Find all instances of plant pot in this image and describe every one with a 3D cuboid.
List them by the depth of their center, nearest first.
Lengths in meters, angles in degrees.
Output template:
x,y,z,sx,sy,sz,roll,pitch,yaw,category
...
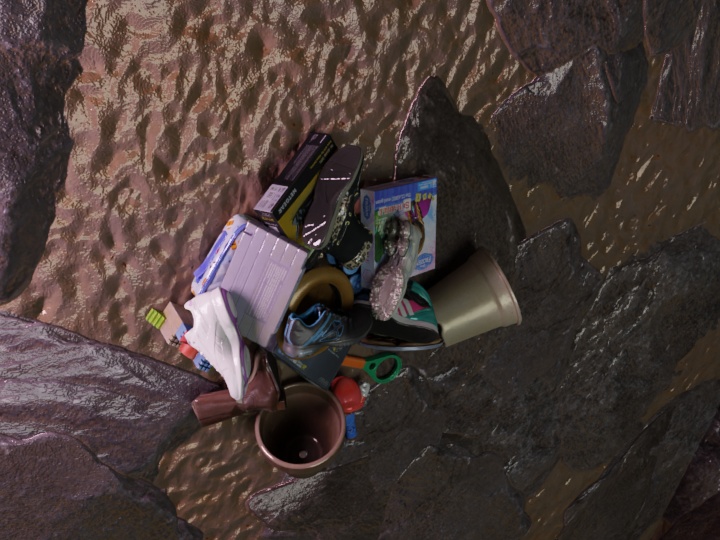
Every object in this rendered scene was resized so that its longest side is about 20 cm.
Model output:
x,y,z,sx,sy,sz,roll,pitch,yaw,category
-0.129,0.377,1.708,0.198,0.201,0.176,-24,147,-19,plant pot
0.243,0.077,1.776,0.181,0.201,0.202,-28,131,-3,plant pot

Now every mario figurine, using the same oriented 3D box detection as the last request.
x,y,z,sx,sy,sz,roll,pitch,yaw,category
-0.045,0.315,1.807,0.124,0.104,0.202,-54,158,-45,mario figurine

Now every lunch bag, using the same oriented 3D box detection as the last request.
x,y,z,sx,sy,sz,roll,pitch,yaw,category
-0.226,0.002,1.468,0.159,0.076,0.202,25,101,-39,lunch bag

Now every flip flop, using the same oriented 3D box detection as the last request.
x,y,z,sx,sy,sz,roll,pitch,yaw,category
-0.200,0.228,1.637,0.080,0.058,0.202,21,104,-41,flip flop

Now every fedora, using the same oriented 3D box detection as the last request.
x,y,z,sx,sy,sz,roll,pitch,yaw,category
-0.104,0.073,1.506,0.199,0.081,0.204,-24,130,-32,fedora

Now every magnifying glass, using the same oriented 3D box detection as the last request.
x,y,z,sx,sy,sz,roll,pitch,yaw,category
0.019,0.221,1.813,0.198,0.022,0.081,15,109,-42,magnifying glass

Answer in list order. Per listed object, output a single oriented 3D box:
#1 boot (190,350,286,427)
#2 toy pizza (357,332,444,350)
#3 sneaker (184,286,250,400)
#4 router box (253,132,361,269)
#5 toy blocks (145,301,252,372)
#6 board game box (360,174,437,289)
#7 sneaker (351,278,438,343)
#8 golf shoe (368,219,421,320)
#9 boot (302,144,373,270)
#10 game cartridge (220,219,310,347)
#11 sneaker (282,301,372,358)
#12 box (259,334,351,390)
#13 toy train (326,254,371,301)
x,y,z,sx,sy,sz,roll,pitch,yaw,category
-0.258,0.245,1.561,0.196,0.065,0.188,-9,134,-1,boot
0.086,0.144,1.702,0.197,0.199,0.032,-3,96,-33,toy pizza
-0.256,0.136,1.380,0.098,0.075,0.204,-15,93,2,sneaker
-0.093,-0.130,1.440,0.201,0.052,0.158,-57,138,-24,router box
-0.294,0.139,1.462,0.199,0.137,0.101,30,99,-42,toy blocks
0.081,-0.082,1.587,0.198,0.041,0.203,-19,115,-43,board game box
0.072,0.068,1.611,0.197,0.122,0.084,19,137,-18,sneaker
0.081,0.005,1.531,0.097,0.077,0.204,13,93,-53,golf shoe
-0.023,-0.113,1.439,0.153,0.073,0.207,36,72,-55,boot
-0.182,0.025,1.395,0.128,0.038,0.202,26,107,-3,game cartridge
-0.055,0.100,1.452,0.198,0.073,0.083,-18,125,-36,sneaker
-0.101,0.140,1.627,0.200,0.051,0.159,44,70,-44,box
0.000,0.000,1.620,0.113,0.086,0.203,-33,130,-25,toy train
